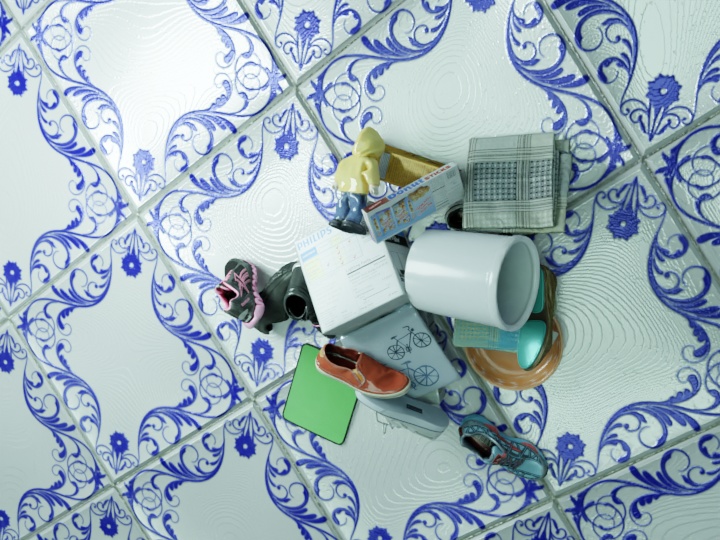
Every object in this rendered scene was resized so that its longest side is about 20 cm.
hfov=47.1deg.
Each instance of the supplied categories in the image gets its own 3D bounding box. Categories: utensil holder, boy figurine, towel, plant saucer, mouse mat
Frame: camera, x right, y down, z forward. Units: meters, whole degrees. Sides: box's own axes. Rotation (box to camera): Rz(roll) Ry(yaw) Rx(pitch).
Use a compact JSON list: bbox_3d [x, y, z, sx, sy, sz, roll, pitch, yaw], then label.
[{"bbox_3d":[0.206,0.011,1.528,0.199,0.169,0.172,9,107,39],"label":"utensil holder"},{"bbox_3d":[-0.007,-0.173,1.572,0.124,0.064,0.202,4,76,46],"label":"boy figurine"},{"bbox_3d":[0.291,-0.163,1.535,0.198,0.035,0.195,2,71,18],"label":"towel"},{"bbox_3d":[0.305,0.138,1.647,0.198,0.037,0.203,4,103,19],"label":"plant saucer"},{"bbox_3d":[-0.083,0.276,1.837,0.160,0.008,0.202,22,110,14],"label":"mouse mat"},{"bbox_3d":[0.259,0.055,1.613,0.145,0.022,0.203,5,87,23],"label":"towel"}]

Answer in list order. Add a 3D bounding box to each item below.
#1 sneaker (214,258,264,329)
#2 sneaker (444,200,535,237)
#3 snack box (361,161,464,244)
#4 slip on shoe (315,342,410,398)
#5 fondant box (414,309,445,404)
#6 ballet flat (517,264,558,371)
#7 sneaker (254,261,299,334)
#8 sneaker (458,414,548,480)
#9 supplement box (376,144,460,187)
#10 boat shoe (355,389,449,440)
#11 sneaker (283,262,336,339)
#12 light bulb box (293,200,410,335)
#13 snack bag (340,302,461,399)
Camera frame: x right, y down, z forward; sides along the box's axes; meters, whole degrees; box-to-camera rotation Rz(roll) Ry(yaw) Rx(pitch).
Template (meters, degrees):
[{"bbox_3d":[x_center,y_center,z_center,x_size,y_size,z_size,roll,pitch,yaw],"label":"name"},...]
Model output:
[{"bbox_3d":[-0.269,0.035,1.757,0.095,0.201,0.079,21,116,-34],"label":"sneaker"},{"bbox_3d":[0.255,-0.092,1.588,0.198,0.080,0.075,3,102,18],"label":"sneaker"},{"bbox_3d":[0.101,-0.126,1.544,0.199,0.024,0.072,-28,126,-11],"label":"snack box"},{"bbox_3d":[0.005,0.197,1.636,0.198,0.074,0.062,20,136,10],"label":"slip on shoe"},{"bbox_3d":[0.090,0.179,1.724,0.143,0.058,0.202,-6,99,22],"label":"fondant box"},{"bbox_3d":[0.343,0.092,1.561,0.067,0.072,0.203,-4,78,50],"label":"ballet flat"},{"bbox_3d":[-0.175,0.059,1.794,0.091,0.076,0.200,42,120,-4],"label":"sneaker"},{"bbox_3d":[0.283,0.377,1.678,0.199,0.095,0.080,27,111,12],"label":"sneaker"},{"bbox_3d":[0.092,-0.197,1.630,0.198,0.066,0.070,18,108,16],"label":"supplement box"},{"bbox_3d":[0.074,0.295,1.678,0.200,0.075,0.087,21,125,-8],"label":"boat shoe"},{"bbox_3d":[-0.106,0.090,1.722,0.070,0.100,0.201,-6,127,25],"label":"sneaker"},{"bbox_3d":[0.000,0.000,1.648,0.197,0.124,0.202,-26,72,24],"label":"light bulb box"},{"bbox_3d":[0.076,0.175,1.661,0.187,0.021,0.201,-27,108,26],"label":"snack bag"}]
